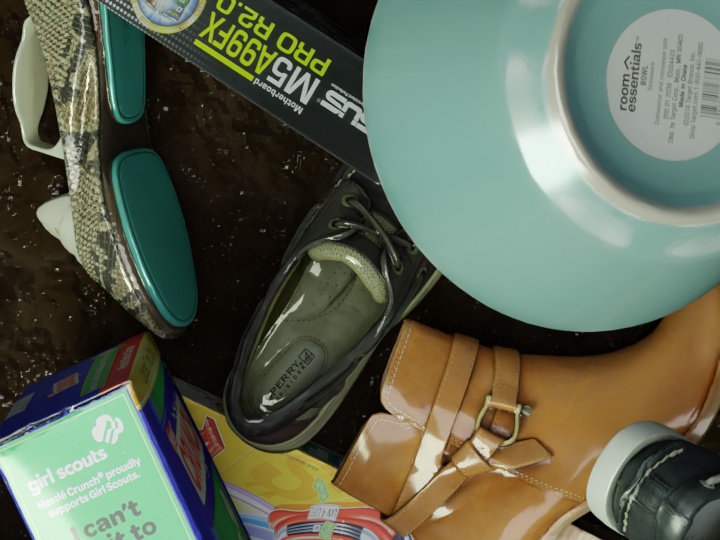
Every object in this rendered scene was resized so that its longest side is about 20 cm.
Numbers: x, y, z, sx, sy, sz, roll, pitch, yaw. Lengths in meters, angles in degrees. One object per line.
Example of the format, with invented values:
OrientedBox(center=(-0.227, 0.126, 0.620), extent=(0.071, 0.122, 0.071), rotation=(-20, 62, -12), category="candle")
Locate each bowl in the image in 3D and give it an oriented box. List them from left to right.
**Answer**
OrientedBox(center=(0.111, -0.075, 0.952), extent=(0.199, 0.105, 0.203), rotation=(0, 89, -17), category="bowl")

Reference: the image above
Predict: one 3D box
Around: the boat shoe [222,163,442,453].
OrientedBox(center=(-0.001, 0.000, 1.160), extent=(0.071, 0.066, 0.202), rotation=(33, 86, 2), category="boat shoe")

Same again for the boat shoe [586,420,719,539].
OrientedBox(center=(0.184, 0.125, 1.132), extent=(0.060, 0.199, 0.076), rotation=(36, 105, 41), category="boat shoe")

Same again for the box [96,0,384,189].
OrientedBox(center=(-0.034, -0.100, 1.085), extent=(0.199, 0.160, 0.044), rotation=(34, 97, 15), category="box")

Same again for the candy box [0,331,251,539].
OrientedBox(center=(-0.091, 0.140, 1.108), extent=(0.077, 0.169, 0.201), rotation=(-26, 97, 2), category="candy box")

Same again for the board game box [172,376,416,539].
OrientedBox(center=(-0.054, 0.149, 1.211), extent=(0.199, 0.034, 0.135), rotation=(25, 98, -2), category="board game box")

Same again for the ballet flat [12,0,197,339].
OrientedBox(center=(-0.132, -0.062, 1.175), extent=(0.075, 0.068, 0.202), rotation=(-10, 93, 25), category="ballet flat")

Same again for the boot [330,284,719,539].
OrientedBox(center=(0.090, 0.060, 1.171), extent=(0.154, 0.077, 0.201), rotation=(28, 91, 2), category="boot")
